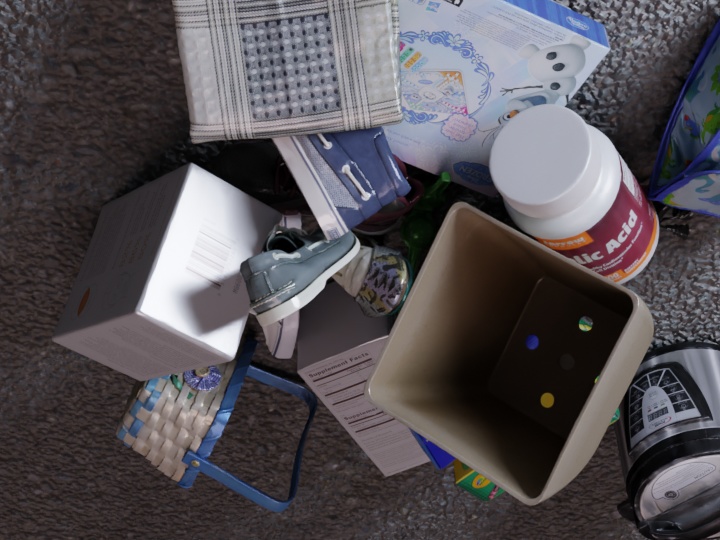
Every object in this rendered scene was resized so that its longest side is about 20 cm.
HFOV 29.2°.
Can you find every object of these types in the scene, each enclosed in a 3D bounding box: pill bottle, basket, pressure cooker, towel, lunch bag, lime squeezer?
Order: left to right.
[{"bbox_3d":[-0.148,0.156,1.483,0.199,0.177,0.139,29,124,-13],"label":"basket"},{"bbox_3d":[-0.061,-0.213,1.163,0.190,0.035,0.202,-4,103,2],"label":"towel"},{"bbox_3d":[0.064,-0.041,1.361,0.037,0.071,0.201,-3,138,-18],"label":"lime squeezer"},{"bbox_3d":[0.198,-0.067,1.280,0.113,0.115,0.200,-22,151,19],"label":"pill bottle"},{"bbox_3d":[0.374,0.201,1.528,0.177,0.201,0.177,2,135,-3],"label":"pressure cooker"},{"bbox_3d":[0.377,-0.122,1.263,0.168,0.128,0.201,12,133,-14],"label":"lunch bag"}]

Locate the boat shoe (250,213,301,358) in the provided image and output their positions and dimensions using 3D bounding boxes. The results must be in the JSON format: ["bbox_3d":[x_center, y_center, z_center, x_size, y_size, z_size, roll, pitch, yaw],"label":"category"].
[{"bbox_3d":[-0.104,0.008,1.411,0.085,0.075,0.203,1,132,-4],"label":"boat shoe"}]

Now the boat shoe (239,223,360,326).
[{"bbox_3d":[-0.055,-0.015,1.235,0.072,0.200,0.062,-27,101,24],"label":"boat shoe"}]

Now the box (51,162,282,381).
[{"bbox_3d":[-0.185,0.007,1.304,0.106,0.154,0.199,28,157,-26],"label":"box"}]

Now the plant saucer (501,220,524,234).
[{"bbox_3d":[0.138,0.032,1.431,0.198,0.030,0.202,-13,125,-18],"label":"plant saucer"}]

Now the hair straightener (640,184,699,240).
[{"bbox_3d":[0.313,-0.069,1.383,0.199,0.041,0.077,-34,127,22],"label":"hair straightener"}]

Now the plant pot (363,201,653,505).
[{"bbox_3d":[0.157,0.079,1.274,0.177,0.199,0.201,14,104,-60],"label":"plant pot"}]

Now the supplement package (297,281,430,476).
[{"bbox_3d":[0.026,0.108,1.485,0.109,0.114,0.200,-22,130,18],"label":"supplement package"}]

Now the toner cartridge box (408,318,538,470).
[{"bbox_3d":[0.133,0.108,1.423,0.199,0.043,0.095,-36,127,-6],"label":"toner cartridge box"}]

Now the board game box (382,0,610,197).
[{"bbox_3d":[0.088,-0.177,1.258,0.198,0.044,0.199,20,131,-20],"label":"board game box"}]

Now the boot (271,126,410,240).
[{"bbox_3d":[-0.037,-0.133,1.236,0.090,0.201,0.073,-29,175,-1],"label":"boot"}]

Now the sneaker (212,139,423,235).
[{"bbox_3d":[-0.030,-0.092,1.292,0.198,0.076,0.115,10,162,-24],"label":"sneaker"}]

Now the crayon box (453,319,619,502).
[{"bbox_3d":[0.187,0.154,1.532,0.058,0.119,0.200,32,126,-29],"label":"crayon box"}]

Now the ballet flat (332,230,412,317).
[{"bbox_3d":[0.000,0.000,1.339,0.071,0.200,0.073,-1,99,-8],"label":"ballet flat"}]
